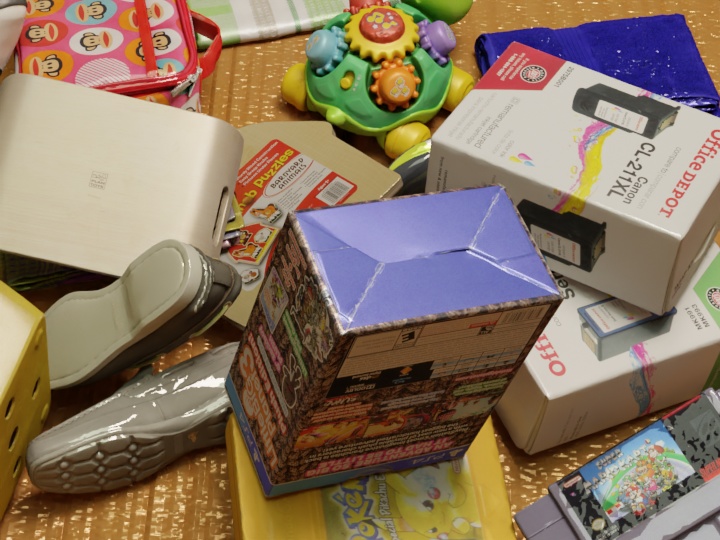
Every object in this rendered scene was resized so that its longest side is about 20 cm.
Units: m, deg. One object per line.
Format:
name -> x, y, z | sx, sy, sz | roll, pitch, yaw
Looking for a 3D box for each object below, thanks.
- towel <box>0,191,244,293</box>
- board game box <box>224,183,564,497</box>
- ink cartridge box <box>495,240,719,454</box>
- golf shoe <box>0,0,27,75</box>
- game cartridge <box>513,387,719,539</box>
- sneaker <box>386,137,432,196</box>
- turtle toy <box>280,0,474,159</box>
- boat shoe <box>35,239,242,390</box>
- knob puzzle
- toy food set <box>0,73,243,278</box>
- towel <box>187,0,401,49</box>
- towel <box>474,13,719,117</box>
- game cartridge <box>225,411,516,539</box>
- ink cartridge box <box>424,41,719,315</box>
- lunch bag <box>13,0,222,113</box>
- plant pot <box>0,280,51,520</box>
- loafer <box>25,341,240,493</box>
towel -> -0.198, -0.054, 1.256 | 0.200, 0.023, 0.144 | -13, 48, -1
board game box -> 0.015, 0.049, 1.036 | 0.159, 0.200, 0.097 | -8, 56, -26
ink cartridge box -> 0.185, 0.036, 1.182 | 0.200, 0.088, 0.145 | -17, 56, -18
golf shoe -> -0.319, -0.138, 1.263 | 0.094, 0.200, 0.078 | 47, 22, 13
game cartridge -> 0.220, 0.170, 1.071 | 0.200, 0.038, 0.130 | -32, 72, 1
sneaker -> 0.113, -0.061, 1.260 | 0.200, 0.074, 0.081 | 0, 59, -11
turtle toy -> 0.029, -0.194, 1.343 | 0.146, 0.101, 0.200 | 28, 57, 17
boat shoe -> -0.171, 0.041, 1.134 | 0.060, 0.202, 0.072 | 16, 54, -45
knob puzzle -> -0.090, -0.047, 1.260 | 0.220, 0.030, 0.220 | -11, 49, 14
toy food set -> -0.200, -0.061, 1.199 | 0.200, 0.060, 0.144 | 13, 72, -2
towel -> -0.072, -0.281, 1.448 | 0.200, 0.031, 0.149 | -13, 54, -12
towel -> 0.210, -0.168, 1.365 | 0.200, 0.050, 0.148 | -7, 55, -8
game cartridge -> 0.009, 0.168, 1.089 | 0.200, 0.032, 0.176 | 4, 52, -18
ink cartridge box -> 0.170, -0.073, 1.160 | 0.200, 0.083, 0.146 | 23, 48, 19
lunch bag -> -0.205, -0.183, 1.323 | 0.176, 0.082, 0.200 | -10, 42, -7
plant pot -> -0.320, 0.091, 1.064 | 0.176, 0.200, 0.200 | 17, 54, 2
loafer -> -0.153, 0.105, 1.137 | 0.200, 0.070, 0.070 | -17, 51, -24
